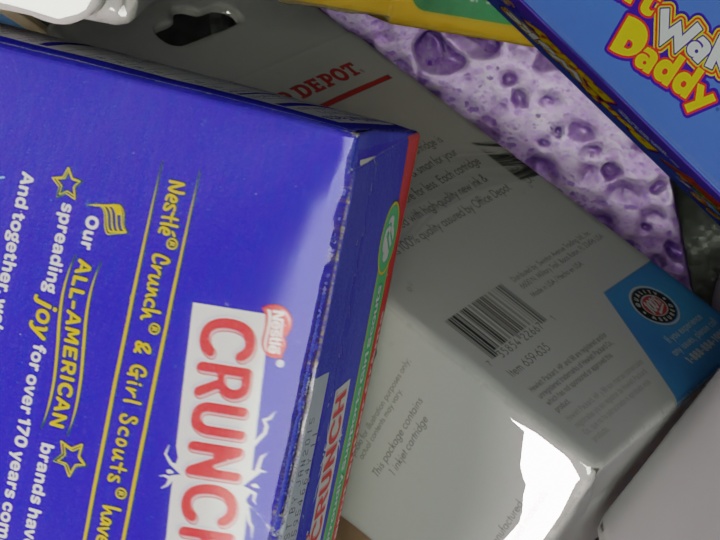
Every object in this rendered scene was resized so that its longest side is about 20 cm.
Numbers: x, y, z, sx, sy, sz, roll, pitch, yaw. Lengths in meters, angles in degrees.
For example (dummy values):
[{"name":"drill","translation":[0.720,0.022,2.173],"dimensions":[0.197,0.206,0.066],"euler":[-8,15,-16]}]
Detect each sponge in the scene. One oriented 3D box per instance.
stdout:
[{"name":"sponge","translation":[0.047,-0.018,0.813],"dimensions":[0.111,0.030,0.201],"euler":[-11,102,7]}]

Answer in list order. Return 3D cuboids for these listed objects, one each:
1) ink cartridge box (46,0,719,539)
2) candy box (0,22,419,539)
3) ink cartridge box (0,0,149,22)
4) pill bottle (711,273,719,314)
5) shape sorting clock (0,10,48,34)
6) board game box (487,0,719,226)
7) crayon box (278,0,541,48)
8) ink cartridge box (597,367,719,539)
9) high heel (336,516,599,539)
[{"name":"ink cartridge box","translation":[0.000,0.000,0.735],"dimensions":[0.200,0.116,0.067],"euler":[38,122,15]},{"name":"candy box","translation":[-0.100,0.021,0.659],"dimensions":[0.199,0.077,0.170],"euler":[15,99,14]},{"name":"ink cartridge box","translation":[-0.111,-0.136,0.699],"dimensions":[0.145,0.200,0.085],"euler":[11,105,1]},{"name":"pill bottle","translation":[0.212,0.048,0.774],"dimensions":[0.114,0.114,0.200],"euler":[-41,97,12]},{"name":"shape sorting clock","translation":[-0.156,0.001,0.813],"dimensions":[0.199,0.039,0.201],"euler":[2,100,12]},{"name":"board game box","translation":[0.095,-0.112,0.698],"dimensions":[0.200,0.045,0.135],"euler":[42,89,-18]},{"name":"crayon box","translation":[0.076,-0.127,0.741],"dimensions":[0.199,0.052,0.126],"euler":[7,99,-16]},{"name":"ink cartridge box","translation":[0.187,0.080,0.668],"dimensions":[0.200,0.084,0.146],"euler":[28,113,-14]},{"name":"high heel","translation":[-0.015,0.072,0.779],"dimensions":[0.200,0.096,0.068],"euler":[24,119,24]}]
